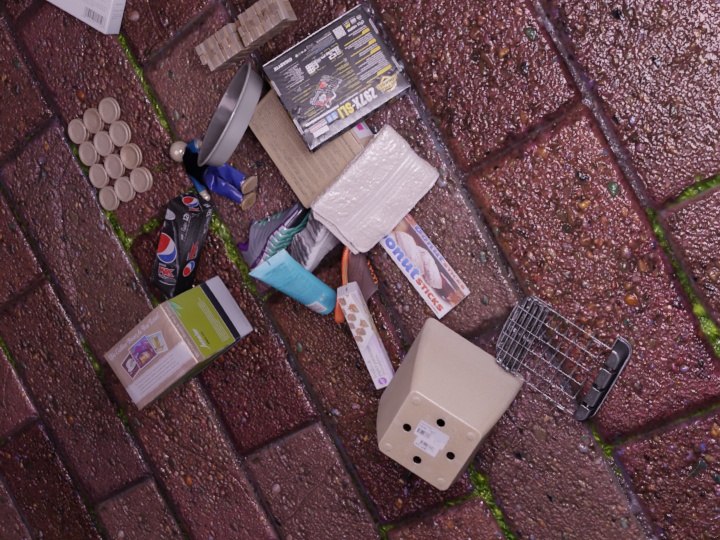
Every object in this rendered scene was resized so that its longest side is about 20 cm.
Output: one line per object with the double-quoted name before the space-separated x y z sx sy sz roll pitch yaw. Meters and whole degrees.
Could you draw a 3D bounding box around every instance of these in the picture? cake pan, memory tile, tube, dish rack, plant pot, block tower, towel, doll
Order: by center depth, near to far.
"dish rack" 0.323 0.138 1.543 0.198 0.054 0.156 34 117 19
"towel" 0.022 -0.131 1.577 0.132 0.035 0.200 39 102 -22
"plant pot" 0.133 0.242 1.585 0.197 0.177 0.202 32 118 4
"cake pan" -0.228 -0.268 1.663 0.036 0.202 0.201 25 122 -20
"block tower" -0.200 -0.420 1.666 0.198 0.058 0.055 -25 92 34
"tube" -0.111 0.023 1.667 0.077 0.199 0.051 -37 55 12
"doll" -0.285 -0.185 1.784 0.198 0.048 0.138 32 139 19
"memory tile" -0.507 -0.235 1.913 0.151 0.017 0.203 -24 92 32

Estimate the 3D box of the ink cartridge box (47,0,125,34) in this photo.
"ink cartridge box" -0.529 -0.576 1.809 0.198 0.043 0.176 31 117 18

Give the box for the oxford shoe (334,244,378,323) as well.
"oxford shoe" 0.000 0.000 1.682 0.071 0.071 0.204 9 113 3

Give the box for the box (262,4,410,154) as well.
"box" -0.040 -0.314 1.551 0.198 0.049 0.162 -33 88 -3

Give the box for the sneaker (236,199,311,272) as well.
"sneaker" -0.164 -0.079 1.738 0.088 0.074 0.200 49 122 13

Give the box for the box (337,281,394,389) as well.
"box" 0.011 0.116 1.676 0.038 0.042 0.203 -18 114 9

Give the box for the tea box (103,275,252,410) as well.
"tea box" -0.352 0.139 1.831 0.199 0.196 0.135 -37 86 32

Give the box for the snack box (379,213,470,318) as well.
"snack box" 0.102 -0.018 1.634 0.072 0.024 0.201 -42 83 33

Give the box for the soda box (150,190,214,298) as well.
"soda box" -0.349 -0.049 1.838 0.063 0.071 0.203 32 123 17

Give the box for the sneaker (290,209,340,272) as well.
"sneaker" -0.065 -0.051 1.690 0.201 0.080 0.076 -53 48 48

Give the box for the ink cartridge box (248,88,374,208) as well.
"ink cartridge box" -0.084 -0.240 1.643 0.164 0.075 0.202 -38 84 30
